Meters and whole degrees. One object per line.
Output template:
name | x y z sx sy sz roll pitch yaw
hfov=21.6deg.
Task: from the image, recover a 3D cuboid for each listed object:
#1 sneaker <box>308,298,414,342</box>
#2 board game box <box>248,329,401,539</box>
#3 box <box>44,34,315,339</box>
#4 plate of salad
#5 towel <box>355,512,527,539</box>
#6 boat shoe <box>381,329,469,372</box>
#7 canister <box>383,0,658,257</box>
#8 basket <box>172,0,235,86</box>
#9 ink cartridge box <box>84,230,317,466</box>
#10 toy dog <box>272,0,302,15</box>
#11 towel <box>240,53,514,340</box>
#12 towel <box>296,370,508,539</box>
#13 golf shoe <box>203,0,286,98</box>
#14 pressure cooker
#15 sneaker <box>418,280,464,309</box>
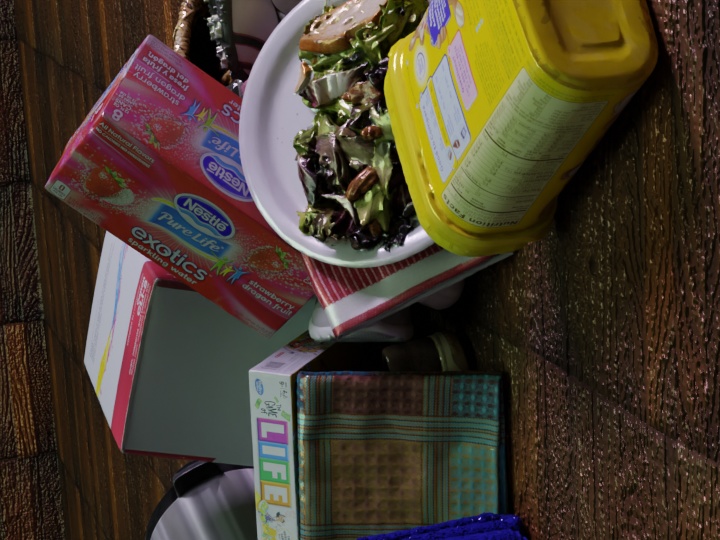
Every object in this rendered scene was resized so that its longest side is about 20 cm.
sneaker | 0.000 0.000 1.356 0.200 0.074 0.082 -92 2 -75
board game box | -0.019 0.107 1.388 0.200 0.034 0.135 -34 -54 -60
box | -0.107 -0.057 1.334 0.100 0.200 0.096 -42 18 44
plate of salad | 0.001 -0.103 1.237 0.048 0.199 0.201 17 -123 -62
towel | 0.056 0.269 1.247 0.049 0.147 0.201 6 102 62
boat shoe | 0.035 0.136 1.374 0.072 0.072 0.201 -120 28 -51
canister | 0.088 -0.116 1.084 0.200 0.086 0.149 122 138 -61
basket | -0.074 -0.144 1.485 0.149 0.142 0.201 123 136 -65
ink cartridge box | -0.127 0.049 1.499 0.200 0.145 0.145 -134 53 -65
toy dog | -0.076 -0.275 1.392 0.200 0.194 0.140 46 127 0
towel | 0.009 -0.072 1.268 0.023 0.144 0.201 25 -139 -63
towel | 0.029 0.166 1.297 0.022 0.146 0.201 -78 -14 -75
golf shoe | -0.064 -0.161 1.362 0.077 0.088 0.201 -108 5 -48
pressure cooker | -0.103 0.271 1.709 0.177 0.178 0.200 -68 28 19
sneaker | 0.038 -0.075 1.303 0.088 0.075 0.201 -26 83 30
